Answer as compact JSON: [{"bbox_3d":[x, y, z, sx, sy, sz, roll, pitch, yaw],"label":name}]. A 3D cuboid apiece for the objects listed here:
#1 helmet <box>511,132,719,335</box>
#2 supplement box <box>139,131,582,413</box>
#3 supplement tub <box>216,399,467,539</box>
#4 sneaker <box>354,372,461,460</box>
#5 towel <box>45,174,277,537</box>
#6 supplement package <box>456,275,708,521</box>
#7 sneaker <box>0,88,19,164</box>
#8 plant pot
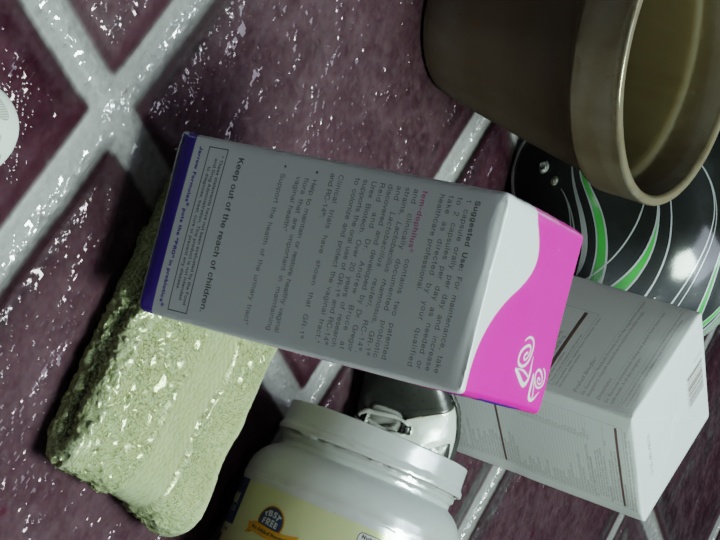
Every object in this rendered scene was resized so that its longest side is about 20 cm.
[{"bbox_3d":[0.211,-0.022,1.273,0.200,0.199,0.192,3,85,-58],"label":"helmet"},{"bbox_3d":[0.000,0.000,0.848,0.101,0.199,0.104,21,82,-58],"label":"supplement box"},{"bbox_3d":[-0.024,0.197,1.020,0.145,0.144,0.201,37,73,-58],"label":"supplement tub"},{"bbox_3d":[0.018,0.144,1.134,0.088,0.074,0.201,-33,130,-50],"label":"sneaker"},{"bbox_3d":[-0.098,0.045,0.935,0.201,0.036,0.148,-64,147,-16],"label":"towel"},{"bbox_3d":[0.135,0.076,1.166,0.110,0.199,0.114,-49,143,-33],"label":"supplement package"},{"bbox_3d":[-0.192,-0.045,0.663,0.200,0.115,0.076,-11,113,-56],"label":"sneaker"},{"bbox_3d":[0.145,-0.161,1.094,0.200,0.173,0.201,-33,131,-47],"label":"plant pot"}]
